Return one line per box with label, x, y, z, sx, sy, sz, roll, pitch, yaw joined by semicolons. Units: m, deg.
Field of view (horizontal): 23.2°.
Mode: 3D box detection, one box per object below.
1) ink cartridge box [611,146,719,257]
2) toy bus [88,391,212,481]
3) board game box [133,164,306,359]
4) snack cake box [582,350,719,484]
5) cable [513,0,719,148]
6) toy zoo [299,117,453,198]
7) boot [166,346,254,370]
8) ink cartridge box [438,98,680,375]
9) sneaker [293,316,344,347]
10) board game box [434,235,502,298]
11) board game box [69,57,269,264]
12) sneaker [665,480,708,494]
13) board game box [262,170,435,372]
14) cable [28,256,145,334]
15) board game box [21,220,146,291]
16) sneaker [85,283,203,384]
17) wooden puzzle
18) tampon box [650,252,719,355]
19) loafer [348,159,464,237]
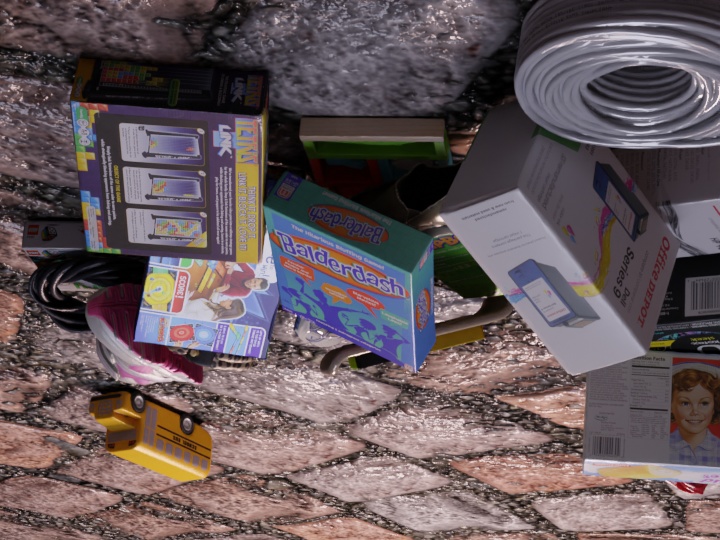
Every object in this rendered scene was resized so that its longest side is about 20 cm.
ink cartridge box;0.298;-0.065;1.582;0.200;0.067;0.116;-7;154;29
toy bus;-0.290;0.228;2.425;0.065;0.078;0.200;-10;154;32
board game box;-0.137;-0.013;1.688;0.135;0.034;0.200;9;119;-11
snack cake box;0.317;0.142;1.692;0.200;0.115;0.067;3;160;7
cable;0.219;-0.160;1.360;0.200;0.069;0.200;-5;156;24
toy zoo;0.023;-0.089;1.640;0.131;0.020;0.200;2;158;8
boot;-0.159;0.015;1.766;0.200;0.151;0.073;14;-162;-35
ink cartridge box;0.173;-0.033;1.482;0.087;0.145;0.200;-18;122;38
sneaker;-0.018;0.050;1.887;0.088;0.075;0.200;35;163;12
board game box;0.105;-0.018;1.794;0.095;0.030;0.200;-7;159;29
board game box;-0.165;-0.094;1.548;0.165;0.057;0.200;4;141;-1
sneaker;0.370;0.171;1.760;0.200;0.116;0.078;0;164;7
board game box;-0.007;0.005;1.614;0.152;0.045;0.200;25;155;17
cable;-0.251;0.030;1.860;0.200;0.051;0.163;11;159;-16
board game box;-0.246;-0.013;1.866;0.200;0.035;0.126;1;159;8
sneaker;-0.239;0.076;1.818;0.088;0.081;0.200;-10;154;18
wooden puzzle;0.057;0.073;1.815;0.200;0.037;0.185;-18;179;-5
tampon box;0.335;0.027;1.725;0.150;0.126;0.200;-6;156;27
loafer;0.050;-0.067;1.580;0.200;0.075;0.070;-14;137;38
